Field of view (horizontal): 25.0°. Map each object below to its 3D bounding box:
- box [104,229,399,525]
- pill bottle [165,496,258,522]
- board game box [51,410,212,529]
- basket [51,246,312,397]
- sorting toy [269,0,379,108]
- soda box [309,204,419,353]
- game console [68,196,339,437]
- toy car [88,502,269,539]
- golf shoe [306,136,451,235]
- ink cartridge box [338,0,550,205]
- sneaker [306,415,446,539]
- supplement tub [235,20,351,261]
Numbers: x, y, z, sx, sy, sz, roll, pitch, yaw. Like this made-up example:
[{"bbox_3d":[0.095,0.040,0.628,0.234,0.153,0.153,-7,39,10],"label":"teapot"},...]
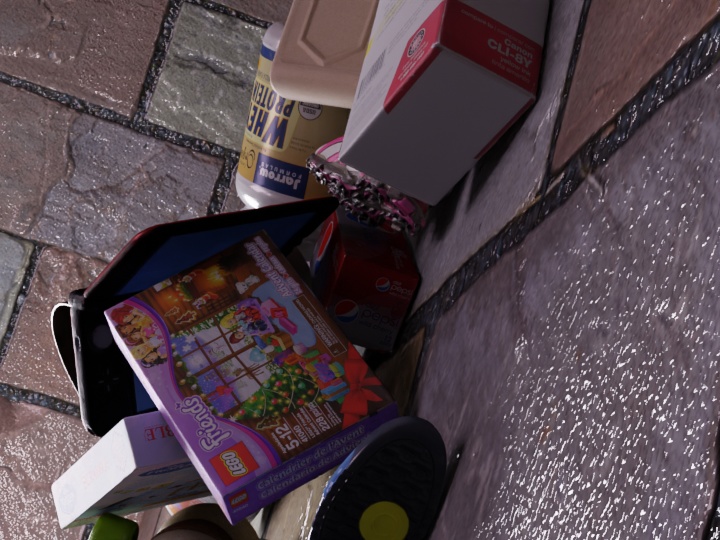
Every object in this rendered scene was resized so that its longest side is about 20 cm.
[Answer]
[{"bbox_3d":[-0.079,0.070,1.156,0.200,0.137,0.039,50,162,38],"label":"box"},{"bbox_3d":[-0.124,0.173,1.586,0.200,0.112,0.112,121,166,-54],"label":"pill bottle"},{"bbox_3d":[-0.120,0.143,1.277,0.199,0.199,0.041,-39,64,56],"label":"board game box"},{"bbox_3d":[-0.145,0.049,1.423,0.200,0.136,0.181,-37,-52,-29],"label":"basket"},{"bbox_3d":[0.029,-0.230,1.378,0.036,0.185,0.201,28,-105,-59],"label":"sorting toy"},{"bbox_3d":[0.000,0.000,1.333,0.200,0.063,0.070,-104,33,-73],"label":"soda box"},{"bbox_3d":[-0.115,0.036,1.284,0.118,0.200,0.173,4,101,48],"label":"game console"},{"bbox_3d":[-0.133,0.257,1.343,0.200,0.164,0.158,-60,-12,-75],"label":"toy car"},{"bbox_3d":[0.025,-0.083,1.289,0.092,0.073,0.200,-48,24,-11],"label":"golf shoe"},{"bbox_3d":[0.067,-0.171,1.156,0.145,0.083,0.200,-48,24,49],"label":"ink cartridge box"},{"bbox_3d":[-0.004,0.168,0.997,0.078,0.066,0.201,-85,15,-71],"label":"sneaker"},{"bbox_3d":[-0.036,-0.119,1.501,0.144,0.144,0.201,-103,25,-74],"label":"supplement tub"}]
